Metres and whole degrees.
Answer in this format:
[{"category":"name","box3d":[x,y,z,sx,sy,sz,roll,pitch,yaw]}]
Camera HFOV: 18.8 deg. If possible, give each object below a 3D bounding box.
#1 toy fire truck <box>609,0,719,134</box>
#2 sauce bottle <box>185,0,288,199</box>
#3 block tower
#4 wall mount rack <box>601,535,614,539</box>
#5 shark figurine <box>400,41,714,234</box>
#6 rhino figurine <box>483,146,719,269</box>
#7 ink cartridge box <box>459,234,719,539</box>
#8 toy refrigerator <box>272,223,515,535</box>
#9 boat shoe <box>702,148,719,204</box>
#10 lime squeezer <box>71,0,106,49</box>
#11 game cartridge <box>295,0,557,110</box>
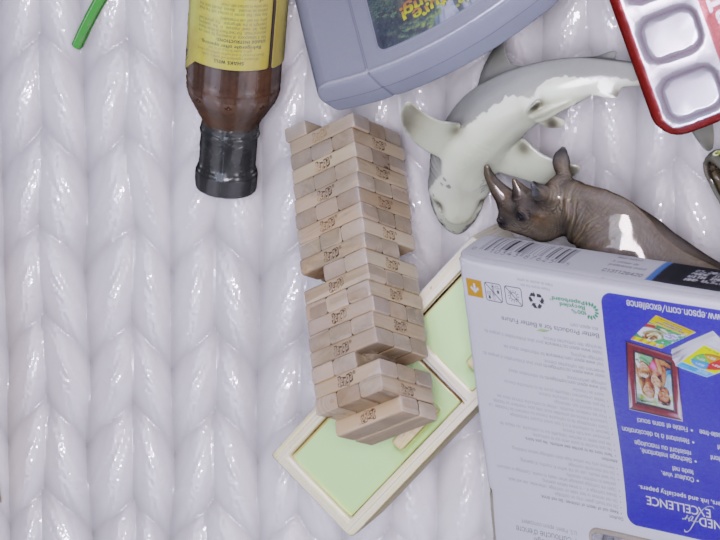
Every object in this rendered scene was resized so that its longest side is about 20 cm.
[{"category":"toy fire truck","box3d":[0.209,-0.193,1.220,0.167,0.112,0.201,-21,100,5]},{"category":"sauce bottle","box3d":[-0.079,-0.143,1.371,0.064,0.065,0.201,14,115,16]},{"category":"block tower","box3d":[0.000,0.000,1.335,0.058,0.054,0.201,-23,64,33]},{"category":"wall mount rack","box3d":[0.202,0.160,1.330,0.199,0.075,0.175,7,104,19]},{"category":"shark figurine","box3d":[0.110,-0.111,1.313,0.214,0.090,0.128,-24,133,28]},{"category":"rhino figurine","box3d":[0.155,-0.005,1.290,0.200,0.060,0.088,37,144,8]},{"category":"ink cartridge box","box3d":[0.157,0.088,1.259,0.197,0.047,0.201,9,121,34]},{"category":"toy refrigerator","box3d":[0.040,0.070,1.374,0.076,0.070,0.200,45,109,7]},{"category":"boat shoe","box3d":[0.246,-0.002,1.236,0.060,0.202,0.072,-15,136,5]},{"category":"lime squeezer","box3d":[-0.116,-0.211,1.407,0.199,0.038,0.071,-21,123,20]},{"category":"game cartridge","box3d":[0.049,-0.184,1.311,0.200,0.041,0.134,-29,57,21]}]
